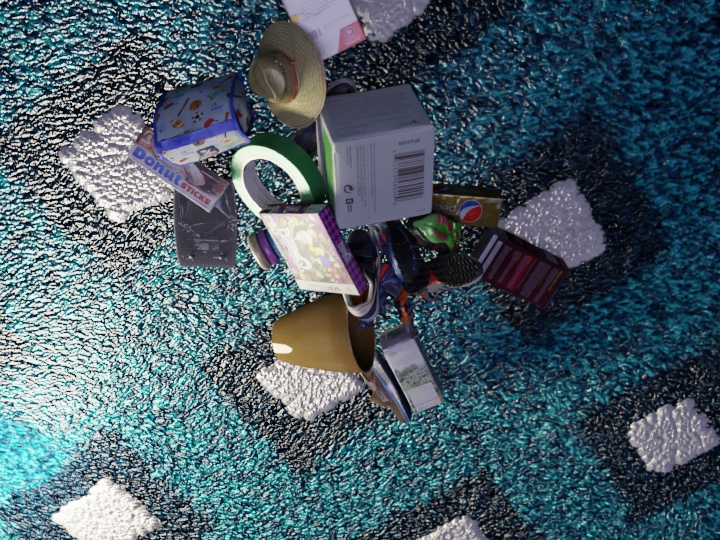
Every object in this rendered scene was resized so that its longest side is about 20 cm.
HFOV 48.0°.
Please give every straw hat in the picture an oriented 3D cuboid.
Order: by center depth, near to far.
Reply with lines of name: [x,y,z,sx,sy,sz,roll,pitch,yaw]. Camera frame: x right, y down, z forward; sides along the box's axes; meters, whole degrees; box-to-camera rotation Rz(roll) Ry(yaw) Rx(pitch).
straw hat: [-0.160,-0.356,1.499,0.085,0.199,0.204,-21,120,-43]

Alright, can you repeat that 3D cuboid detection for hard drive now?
hard drive: [-0.324,-0.104,1.704,0.133,0.042,0.203,1,116,-4]

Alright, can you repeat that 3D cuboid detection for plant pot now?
plant pot: [-0.087,0.143,1.783,0.197,0.187,0.188,-9,118,19]

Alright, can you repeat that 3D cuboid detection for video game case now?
video game case: [-0.095,-0.042,1.609,0.180,0.036,0.202,5,132,43]

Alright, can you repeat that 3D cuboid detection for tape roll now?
tape roll: [-0.165,-0.175,1.614,0.198,0.048,0.202,21,138,20]

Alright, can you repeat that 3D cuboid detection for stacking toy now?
stacking toy: [-0.136,-0.083,1.712,0.198,0.086,0.086,-29,115,3]

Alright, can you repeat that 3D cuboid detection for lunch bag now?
lunch bag: [-0.295,-0.279,1.529,0.168,0.201,0.125,-17,117,5]

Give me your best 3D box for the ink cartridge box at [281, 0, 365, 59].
ink cartridge box: [-0.082,-0.503,1.499,0.115,0.068,0.202,-23,117,8]

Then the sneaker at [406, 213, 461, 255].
sneaker: [0.152,-0.076,1.650,0.083,0.200,0.078,10,78,27]

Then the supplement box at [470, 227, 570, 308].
supplement box: [0.345,-0.009,1.775,0.198,0.061,0.110,25,114,-14]

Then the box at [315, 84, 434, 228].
box: [0.026,-0.220,1.555,0.197,0.172,0.201,-10,131,-9]

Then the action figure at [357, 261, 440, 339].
action figure: [0.061,0.063,1.773,0.193,0.104,0.200,45,76,-16]

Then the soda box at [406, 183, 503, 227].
soda box: [0.193,-0.139,1.700,0.197,0.064,0.069,4,117,-4]

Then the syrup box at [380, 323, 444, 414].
syrup box: [0.120,0.224,1.872,0.078,0.082,0.202,-23,116,9]

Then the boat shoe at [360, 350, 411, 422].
boat shoe: [0.054,0.282,1.910,0.072,0.072,0.202,-25,106,15]

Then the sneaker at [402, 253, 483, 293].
sneaker: [0.183,0.004,1.679,0.198,0.093,0.071,-14,86,42]

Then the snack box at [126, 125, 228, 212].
snack box: [-0.366,-0.203,1.628,0.199,0.024,0.072,34,91,-5]

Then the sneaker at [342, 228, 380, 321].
sneaker: [0.000,0.000,1.692,0.077,0.203,0.079,-13,160,18]

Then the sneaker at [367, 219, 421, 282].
sneaker: [0.064,-0.065,1.688,0.075,0.202,0.078,-11,161,-30]

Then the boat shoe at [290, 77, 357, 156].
boat shoe: [-0.074,-0.292,1.612,0.068,0.057,0.200,33,111,-18]
